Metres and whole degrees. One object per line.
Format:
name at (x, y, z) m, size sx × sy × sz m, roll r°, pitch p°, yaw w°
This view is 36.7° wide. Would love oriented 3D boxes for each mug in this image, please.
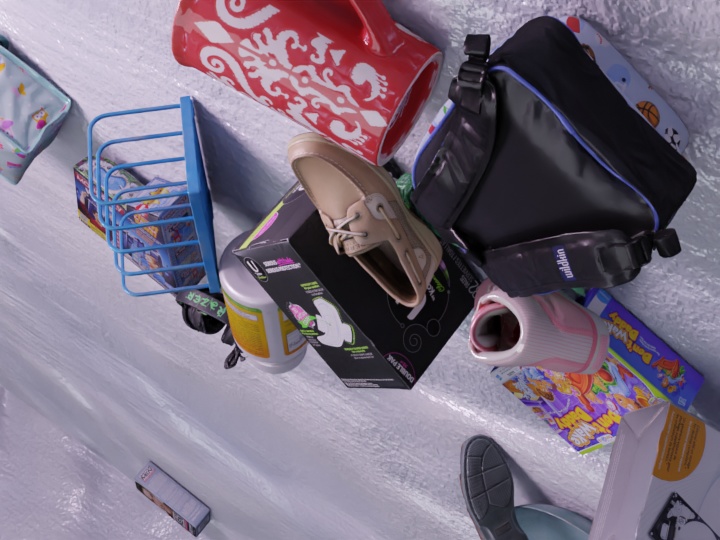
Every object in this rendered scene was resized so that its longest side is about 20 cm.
mug at (-0.043, -0.187, 0.891) m, size 0.199 × 0.134 × 0.178 m, roll 32°, pitch 174°, yaw 9°

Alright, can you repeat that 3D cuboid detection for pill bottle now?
pill bottle at (-0.113, 0.047, 1.371) m, size 0.110 × 0.111 × 0.201 m, roll 30°, pitch 152°, yaw 20°

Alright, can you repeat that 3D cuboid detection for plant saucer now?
plant saucer at (0.279, 0.359, 1.404) m, size 0.200 × 0.039 × 0.202 m, roll 32°, pitch 152°, yaw 19°

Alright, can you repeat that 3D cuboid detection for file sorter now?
file sorter at (-0.239, -0.078, 1.270) m, size 0.201 × 0.121 × 0.140 m, roll 90°, pitch 170°, yaw -57°

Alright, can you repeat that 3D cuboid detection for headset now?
headset at (-0.199, 0.083, 1.550) m, size 0.122 × 0.095 × 0.200 m, roll 24°, pitch 171°, yaw 16°

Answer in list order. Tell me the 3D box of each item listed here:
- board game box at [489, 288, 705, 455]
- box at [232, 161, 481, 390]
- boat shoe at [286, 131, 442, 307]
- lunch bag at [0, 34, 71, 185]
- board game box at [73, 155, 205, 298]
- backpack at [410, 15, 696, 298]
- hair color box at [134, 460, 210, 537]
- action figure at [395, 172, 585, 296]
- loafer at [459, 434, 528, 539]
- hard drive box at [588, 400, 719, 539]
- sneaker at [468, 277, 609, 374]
board game box at (0.228, 0.105, 1.079) m, size 0.134 × 0.045 × 0.200 m, roll 41°, pitch 154°, yaw 1°
box at (0.000, 0.000, 1.106) m, size 0.200 × 0.149 × 0.124 m, roll 51°, pitch 152°, yaw -20°
boat shoe at (0.004, -0.044, 0.982) m, size 0.071 × 0.065 × 0.200 m, roll -16°, pitch 132°, yaw 42°
lunch bag at (-0.507, -0.233, 1.466) m, size 0.200 × 0.122 × 0.170 m, roll 40°, pitch 155°, yaw -11°
board game box at (-0.299, -0.077, 1.489) m, size 0.199 × 0.062 × 0.200 m, roll 38°, pitch 153°, yaw 7°
backpack at (0.133, -0.078, 0.809) m, size 0.200 × 0.154 × 0.190 m, roll 49°, pitch 143°, yaw 0°
hair color box at (-0.466, 0.568, 2.693) m, size 0.199 × 0.061 × 0.099 m, roll 36°, pitch 154°, yaw 11°
action figure at (0.114, -0.050, 0.984) m, size 0.198 × 0.055 × 0.119 m, roll 21°, pitch 150°, yaw 27°
loafer at (0.164, 0.310, 1.382) m, size 0.063 × 0.071 × 0.202 m, roll -32°, pitch 75°, yaw 68°
hard drive box at (0.318, 0.236, 0.982) m, size 0.198 × 0.157 × 0.077 m, roll 28°, pitch 155°, yaw -13°
sneaker at (0.132, 0.040, 0.995) m, size 0.103 × 0.076 × 0.200 m, roll 7°, pitch -169°, yaw -23°
